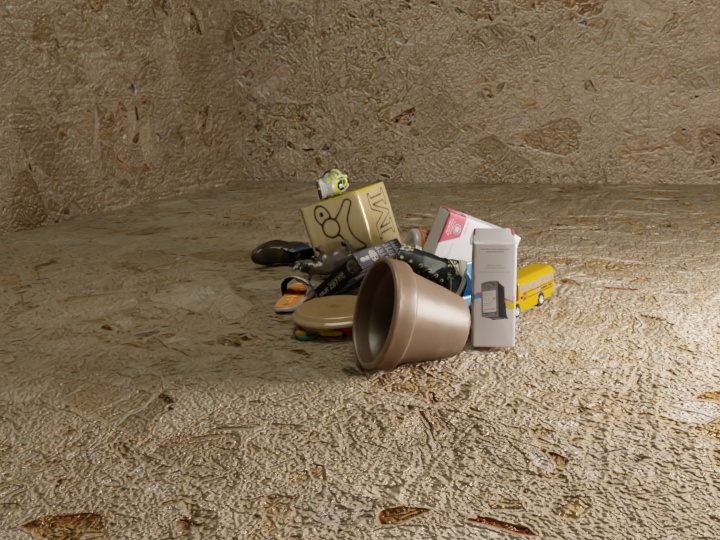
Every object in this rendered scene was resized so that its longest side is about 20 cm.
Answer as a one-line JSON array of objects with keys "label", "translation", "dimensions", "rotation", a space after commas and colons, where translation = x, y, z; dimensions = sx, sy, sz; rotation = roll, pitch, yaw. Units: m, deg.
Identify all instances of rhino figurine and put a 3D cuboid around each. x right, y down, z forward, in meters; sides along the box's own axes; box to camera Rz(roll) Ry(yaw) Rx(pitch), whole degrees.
[{"label": "rhino figurine", "translation": [-0.088, -0.021, 1.781], "dimensions": [0.198, 0.060, 0.087], "rotation": [-16, 42, -35]}]

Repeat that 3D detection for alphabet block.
[{"label": "alphabet block", "translation": [-0.021, -0.113, 1.951], "dimensions": [0.193, 0.202, 0.196], "rotation": [-14, 8, 25]}]

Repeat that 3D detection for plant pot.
[{"label": "plant pot", "translation": [0.098, 0.092, 1.285], "dimensions": [0.173, 0.203, 0.200], "rotation": [12, 8, -20]}]

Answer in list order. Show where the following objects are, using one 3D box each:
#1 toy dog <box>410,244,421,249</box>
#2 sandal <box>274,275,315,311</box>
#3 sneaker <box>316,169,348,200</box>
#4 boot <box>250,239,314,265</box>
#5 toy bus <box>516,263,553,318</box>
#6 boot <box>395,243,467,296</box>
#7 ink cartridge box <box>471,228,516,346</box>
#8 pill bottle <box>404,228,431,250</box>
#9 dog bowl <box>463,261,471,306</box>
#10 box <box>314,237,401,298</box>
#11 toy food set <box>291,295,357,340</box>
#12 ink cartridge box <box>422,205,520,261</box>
[{"label": "toy dog", "translation": [0.099, 0.040, 1.613], "dimensions": [0.131, 0.097, 0.201], "rotation": [-29, 20, 24]}, {"label": "sandal", "translation": [-0.159, 0.046, 1.722], "dimensions": [0.078, 0.060, 0.207], "rotation": [-1, 14, 7]}, {"label": "sneaker", "translation": [-0.067, -0.238, 1.965], "dimensions": [0.075, 0.076, 0.200], "rotation": [-9, 19, 11]}, {"label": "boot", "translation": [-0.221, -0.052, 2.102], "dimensions": [0.198, 0.076, 0.096], "rotation": [-12, 13, -37]}, {"label": "toy bus", "translation": [0.354, 0.045, 1.569], "dimensions": [0.065, 0.079, 0.199], "rotation": [9, 19, 42]}, {"label": "boot", "translation": [0.140, 0.017, 1.462], "dimensions": [0.152, 0.074, 0.204], "rotation": [18, 27, 2]}, {"label": "ink cartridge box", "translation": [0.256, 0.029, 1.371], "dimensions": [0.084, 0.203, 0.148], "rotation": [-1, 14, 9]}, {"label": "pill bottle", "translation": [0.218, -0.040, 1.824], "dimensions": [0.197, 0.116, 0.114], "rotation": [6, 12, -13]}, {"label": "dog bowl", "translation": [0.239, 0.033, 1.584], "dimensions": [0.198, 0.050, 0.112], "rotation": [-10, 55, -28]}, {"label": "box", "translation": [0.000, 0.000, 1.729], "dimensions": [0.161, 0.049, 0.199], "rotation": [-38, -9, 36]}, {"label": "toy food set", "translation": [-0.054, 0.098, 1.517], "dimensions": [0.195, 0.049, 0.200], "rotation": [-1, 15, 9]}, {"label": "ink cartridge box", "translation": [0.262, -0.051, 1.700], "dimensions": [0.198, 0.149, 0.086], "rotation": [17, 11, -16]}]
